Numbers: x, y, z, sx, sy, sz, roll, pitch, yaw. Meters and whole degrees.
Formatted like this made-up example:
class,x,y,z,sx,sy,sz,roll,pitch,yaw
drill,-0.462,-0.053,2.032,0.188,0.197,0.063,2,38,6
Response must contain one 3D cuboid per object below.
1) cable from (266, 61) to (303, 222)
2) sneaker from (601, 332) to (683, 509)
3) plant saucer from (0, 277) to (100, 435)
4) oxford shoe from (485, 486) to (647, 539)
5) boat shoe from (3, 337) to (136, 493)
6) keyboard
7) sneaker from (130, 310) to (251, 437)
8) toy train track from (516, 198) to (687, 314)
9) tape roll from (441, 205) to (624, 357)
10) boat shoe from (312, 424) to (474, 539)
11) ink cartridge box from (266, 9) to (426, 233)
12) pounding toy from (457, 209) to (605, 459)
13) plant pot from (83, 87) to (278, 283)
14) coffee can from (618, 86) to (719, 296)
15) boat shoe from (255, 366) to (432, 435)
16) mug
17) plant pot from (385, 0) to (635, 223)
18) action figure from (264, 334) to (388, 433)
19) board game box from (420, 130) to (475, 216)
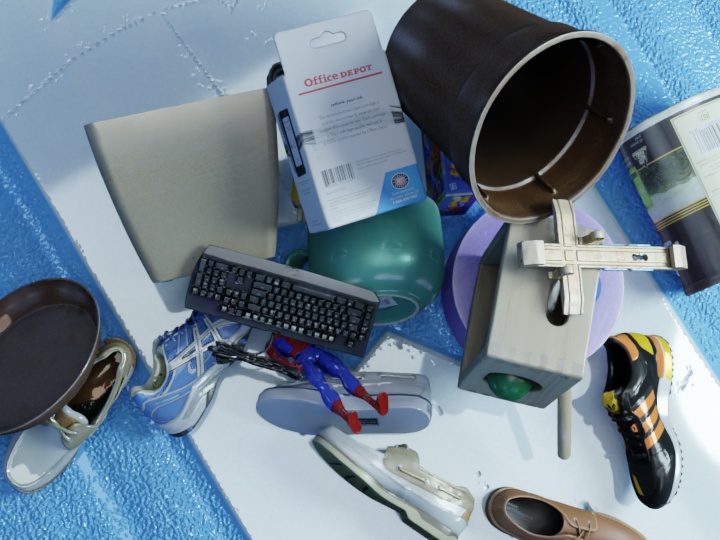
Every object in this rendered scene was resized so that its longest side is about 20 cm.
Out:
class,x,y,z,sx,sy,sz,roll,pitch,yaw
cable,-0.050,-0.157,1.452,0.096,0.050,0.202,-12,84,-8
sneaker,0.308,0.169,1.410,0.089,0.070,0.202,9,73,-30
plant saucer,-0.361,0.098,1.346,0.199,0.035,0.201,-16,48,19
oxford shoe,0.241,0.299,1.398,0.199,0.071,0.072,18,78,-4
boat shoe,-0.323,0.156,1.361,0.075,0.068,0.201,36,81,-5
keyboard,-0.089,0.056,1.309,0.198,0.021,0.128,16,106,-3
sneaker,-0.183,0.083,1.381,0.077,0.076,0.201,33,76,-28
toy train track,0.247,-0.016,1.221,0.199,0.032,0.116,1,78,-26
tape roll,0.197,0.020,1.430,0.198,0.085,0.202,1,81,-6
boat shoe,0.038,0.230,1.394,0.200,0.075,0.069,37,74,-6
ink cartridge box,-0.020,-0.151,1.266,0.115,0.068,0.202,-17,94,-20
pounding toy,0.189,0.073,1.300,0.141,0.184,0.201,13,72,-2
plant pot,-0.181,-0.088,1.369,0.198,0.200,0.179,-12,95,-7
coffee can,0.402,-0.091,1.434,0.145,0.146,0.201,-23,83,-8
boat shoe,-0.017,0.144,1.407,0.198,0.074,0.066,4,50,1
mug,0.011,-0.001,1.384,0.151,0.185,0.115,7,63,-24
plant pot,0.135,-0.184,1.241,0.200,0.201,0.198,-36,47,-9
action figure,-0.051,0.100,1.372,0.065,0.052,0.200,-34,46,-21
board game box,0.100,-0.174,1.426,0.044,0.134,0.202,-4,81,-6
